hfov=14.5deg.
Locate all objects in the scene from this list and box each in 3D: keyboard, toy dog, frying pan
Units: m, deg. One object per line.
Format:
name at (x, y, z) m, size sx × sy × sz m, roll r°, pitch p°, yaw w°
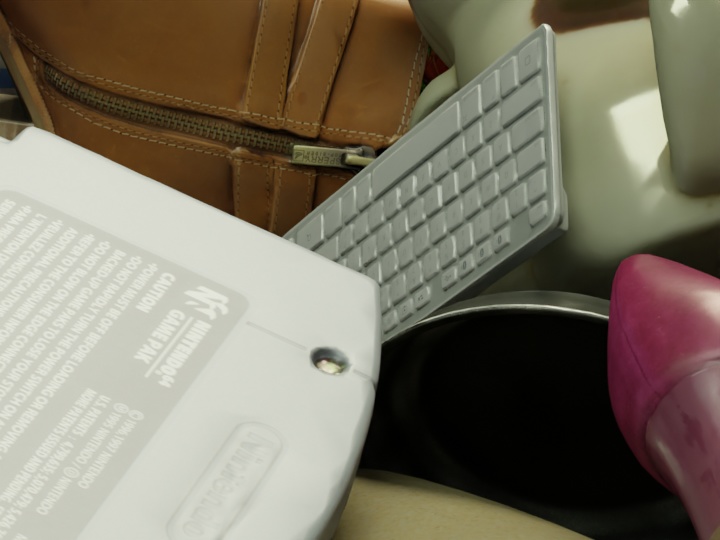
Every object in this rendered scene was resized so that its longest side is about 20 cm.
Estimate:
keyboard at (0.000, 0.000, 0.774) m, size 0.011 × 0.200 × 0.056 m, roll 7°, pitch 65°, yaw -29°
toy dog at (0.065, -0.055, 0.791) m, size 0.139 × 0.194 × 0.200 m, roll -23°, pitch 53°, yaw 7°
frying pan at (0.087, 0.050, 0.709) m, size 0.190 × 0.115 × 0.031 m, roll 7°, pitch 46°, yaw 9°

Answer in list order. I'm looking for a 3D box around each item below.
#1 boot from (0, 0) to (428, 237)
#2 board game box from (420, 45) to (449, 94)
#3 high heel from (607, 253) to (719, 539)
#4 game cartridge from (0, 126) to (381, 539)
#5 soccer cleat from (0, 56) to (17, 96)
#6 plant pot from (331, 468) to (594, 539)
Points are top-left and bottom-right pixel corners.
boot at (-0.052, -0.088, 0.840) m, size 0.154 × 0.200 × 0.074 m, roll 6°, pitch 25°, yaw -10°
board game box at (0.046, -0.141, 0.977) m, size 0.200 × 0.045 × 0.134 m, roll -32°, pitch 46°, yaw -14°
high heel at (0.143, 0.058, 0.668) m, size 0.067 × 0.200 × 0.096 m, roll -44°, pitch 36°, yaw 22°
game cartridge at (-0.072, 0.040, 0.607) m, size 0.133 × 0.041 × 0.200 m, roll 22°, pitch 32°, yaw 9°
soccer cleat at (-0.125, -0.078, 0.917) m, size 0.200 × 0.086 × 0.070 m, roll -26°, pitch 44°, yaw 14°
plant pot at (0.028, 0.133, 0.642) m, size 0.187 × 0.187 × 0.200 m, roll -29°, pitch 33°, yaw -11°
